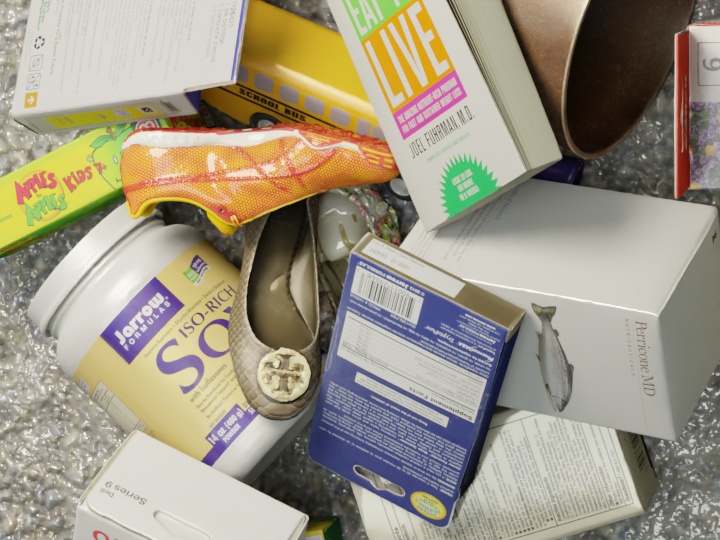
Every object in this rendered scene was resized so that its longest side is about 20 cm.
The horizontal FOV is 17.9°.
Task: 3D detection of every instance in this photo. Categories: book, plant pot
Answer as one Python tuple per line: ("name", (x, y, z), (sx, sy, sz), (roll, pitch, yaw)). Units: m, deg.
("book", (0.047, -0.139, 1.499), (0.133, 0.048, 0.201), (-31, 81, 56))
("plant pot", (0.102, -0.198, 1.558), (0.199, 0.187, 0.188), (24, 104, 25))

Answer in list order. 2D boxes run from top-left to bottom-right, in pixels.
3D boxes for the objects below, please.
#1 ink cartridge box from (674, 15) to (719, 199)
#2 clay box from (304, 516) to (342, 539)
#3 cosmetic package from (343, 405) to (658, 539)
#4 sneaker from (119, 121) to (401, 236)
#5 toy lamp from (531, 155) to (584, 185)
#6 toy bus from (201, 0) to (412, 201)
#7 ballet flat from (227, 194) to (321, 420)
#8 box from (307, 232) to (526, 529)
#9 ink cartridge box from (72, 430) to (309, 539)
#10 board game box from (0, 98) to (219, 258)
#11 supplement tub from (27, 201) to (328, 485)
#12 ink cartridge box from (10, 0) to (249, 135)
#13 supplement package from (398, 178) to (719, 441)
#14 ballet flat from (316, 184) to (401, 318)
("ink cartridge box", (0.243, -0.110, 1.506), (0.050, 0.200, 0.110), (1, 99, 15))
("clay box", (-0.103, 0.261, 1.737), (0.199, 0.048, 0.116), (-10, 96, 18))
("cosmetic package", (0.102, 0.146, 1.643), (0.199, 0.087, 0.104), (-17, 94, 16))
("sneaker", (-0.066, -0.064, 1.581), (0.199, 0.073, 0.078), (-2, 95, 12))
("toy lamp", (0.194, -0.032, 1.607), (0.199, 0.058, 0.058), (22, 103, 11))
("toy bus", (-0.016, -0.123, 1.629), (0.199, 0.065, 0.078), (24, 145, 11))
("ballet flat", (-0.054, 0.006, 1.600), (0.067, 0.046, 0.201), (10, 66, -16))
("box", (0.034, 0.079, 1.562), (0.121, 0.032, 0.201), (26, 132, 14))
("ink cartridge box", (-0.130, 0.230, 1.626), (0.145, 0.088, 0.201), (24, 137, 11))
("board game box", (-0.208, -0.067, 1.689), (0.199, 0.102, 0.048), (-26, 90, 17))
("supplement tub", (-0.129, 0.059, 1.663), (0.200, 0.145, 0.146), (43, 106, 5))
("ink cartridge box", (-0.146, -0.202, 1.618), (0.199, 0.047, 0.199), (-3, 68, 30))
("supplement package", (0.139, 0.020, 1.558), (0.199, 0.117, 0.117), (10, 133, 28))
("ballet flat", (0.000, 0.000, 1.662), (0.075, 0.064, 0.201), (-26, 90, 18))
